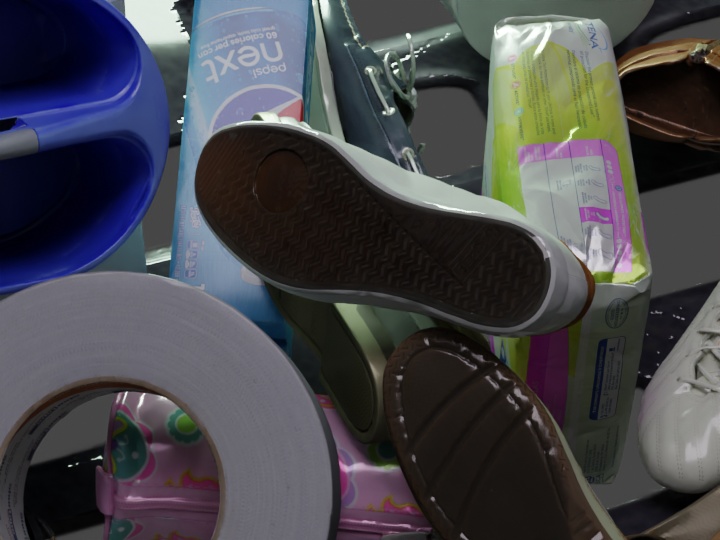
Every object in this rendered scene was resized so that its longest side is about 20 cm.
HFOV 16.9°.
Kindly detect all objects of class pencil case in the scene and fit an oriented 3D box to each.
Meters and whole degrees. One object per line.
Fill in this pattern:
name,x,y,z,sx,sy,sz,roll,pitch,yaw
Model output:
pencil case,-0.025,0.103,1.161,0.199,0.088,0.088,7,46,5

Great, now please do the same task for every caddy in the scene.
caddy,-0.186,-0.058,1.089,0.199,0.142,0.105,-13,14,-24

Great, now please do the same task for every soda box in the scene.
soda box,-0.061,-0.054,1.278,0.064,0.068,0.201,2,68,2

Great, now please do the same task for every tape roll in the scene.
tape roll,-0.109,0.103,1.094,0.199,0.066,0.201,0,83,3

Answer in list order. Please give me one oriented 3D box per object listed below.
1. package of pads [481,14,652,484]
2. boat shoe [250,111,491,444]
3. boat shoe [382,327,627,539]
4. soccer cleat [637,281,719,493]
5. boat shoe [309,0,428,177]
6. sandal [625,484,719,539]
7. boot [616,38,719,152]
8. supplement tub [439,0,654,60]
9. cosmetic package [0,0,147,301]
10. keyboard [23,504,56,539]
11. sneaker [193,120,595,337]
package of pads,0.099,-0.015,1.230,0.068,0.155,0.201,-1,45,-2
boat shoe,0.000,0.000,1.175,0.068,0.075,0.200,-9,51,-22
boat shoe,0.079,0.114,1.082,0.072,0.076,0.200,-34,81,11
soccer cleat,0.199,0.031,1.241,0.069,0.078,0.200,24,50,21
boat shoe,0.005,-0.083,1.351,0.062,0.075,0.201,-9,47,-8
sandal,0.143,0.153,1.135,0.200,0.054,0.080,-38,57,-25
boot,0.231,-0.093,1.317,0.199,0.074,0.155,-3,4,11
supplement tub,0.095,-0.230,1.449,0.140,0.141,0.201,-7,47,-8
cosmetic package,-0.227,-0.065,1.240,0.199,0.201,0.123,-22,50,-22
keyboard,-0.221,0.098,1.153,0.127,0.021,0.201,-17,74,-16
sneaker,0.015,-0.012,1.109,0.199,0.073,0.085,24,5,28
